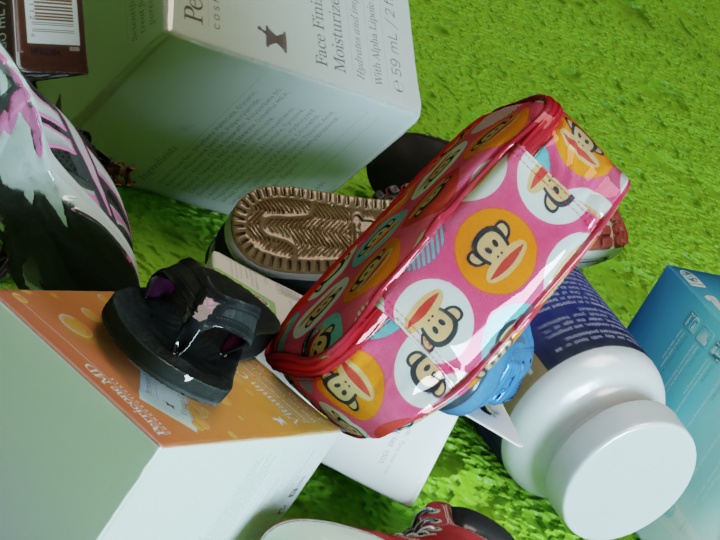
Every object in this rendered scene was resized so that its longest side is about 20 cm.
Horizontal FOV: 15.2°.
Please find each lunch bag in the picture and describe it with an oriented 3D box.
[{"bbox_3d":[0.042,0.000,1.440,0.082,0.200,0.176,45,-11,-9],"label":"lunch bag"}]

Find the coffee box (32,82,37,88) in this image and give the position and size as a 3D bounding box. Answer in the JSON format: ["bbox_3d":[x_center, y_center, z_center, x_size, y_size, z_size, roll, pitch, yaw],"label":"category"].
[{"bbox_3d":[-0.256,-0.172,1.816,0.199,0.044,0.123,11,31,-39],"label":"coffee box"}]

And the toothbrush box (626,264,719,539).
[{"bbox_3d":[0.238,0.116,1.709,0.085,0.147,0.200,10,30,-40],"label":"toothbrush box"}]

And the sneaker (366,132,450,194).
[{"bbox_3d":[0.070,-0.029,1.890,0.200,0.074,0.088,41,23,22],"label":"sneaker"}]

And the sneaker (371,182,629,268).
[{"bbox_3d":[0.085,-0.020,1.814,0.199,0.082,0.078,-4,54,-16],"label":"sneaker"}]

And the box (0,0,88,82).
[{"bbox_3d":[-0.260,-0.153,1.561,0.199,0.101,0.075,-5,-1,31],"label":"box"}]

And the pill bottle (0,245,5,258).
[{"bbox_3d":[-0.275,-0.037,1.428,0.112,0.112,0.200,38,24,17],"label":"pill bottle"}]

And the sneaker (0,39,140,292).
[{"bbox_3d":[-0.186,-0.064,1.426,0.086,0.080,0.201,-90,154,-62],"label":"sneaker"}]

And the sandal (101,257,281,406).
[{"bbox_3d":[-0.080,0.018,1.359,0.075,0.048,0.200,35,13,1],"label":"sandal"}]

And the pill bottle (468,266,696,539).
[{"bbox_3d":[0.122,0.071,1.697,0.115,0.116,0.200,12,29,-38],"label":"pill bottle"}]

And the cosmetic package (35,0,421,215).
[{"bbox_3d":[-0.091,-0.153,1.762,0.199,0.165,0.166,16,54,-33],"label":"cosmetic package"}]

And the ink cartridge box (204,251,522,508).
[{"bbox_3d":[-0.012,0.071,1.563,0.199,0.068,0.117,27,8,-8],"label":"ink cartridge box"}]

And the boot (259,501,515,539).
[{"bbox_3d":[0.017,0.159,1.455,0.199,0.073,0.144,25,20,-26],"label":"boot"}]

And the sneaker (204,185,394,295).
[{"bbox_3d":[0.000,0.000,1.669,0.199,0.108,0.071,12,70,-17],"label":"sneaker"}]

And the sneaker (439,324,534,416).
[{"bbox_3d":[0.073,0.047,1.530,0.078,0.066,0.200,47,11,-11],"label":"sneaker"}]

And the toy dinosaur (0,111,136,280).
[{"bbox_3d":[-0.219,-0.072,1.602,0.199,0.103,0.135,-19,30,-32],"label":"toy dinosaur"}]

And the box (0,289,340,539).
[{"bbox_3d":[-0.119,0.084,1.355,0.124,0.098,0.200,40,15,20],"label":"box"}]
